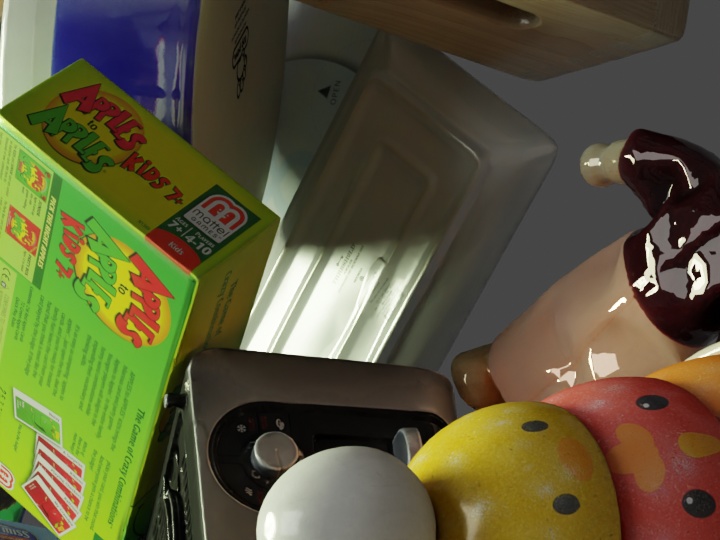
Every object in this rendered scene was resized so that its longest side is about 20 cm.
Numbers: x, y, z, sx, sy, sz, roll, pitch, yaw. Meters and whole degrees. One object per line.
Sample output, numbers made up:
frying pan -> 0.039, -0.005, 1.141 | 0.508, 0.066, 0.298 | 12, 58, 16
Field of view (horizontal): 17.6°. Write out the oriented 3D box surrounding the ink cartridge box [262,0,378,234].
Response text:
ink cartridge box -> -0.068, -0.087, 1.122 | 0.200, 0.047, 0.160 | 9, 83, 32

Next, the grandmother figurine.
grandmother figurine -> 0.111, 0.004, 0.822 | 0.200, 0.060, 0.121 | -41, 69, 43

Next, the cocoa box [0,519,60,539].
cocoa box -> -0.157, 0.203, 1.062 | 0.131, 0.200, 0.133 | -63, 30, 20

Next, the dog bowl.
dog bowl -> -0.086, -0.096, 0.983 | 0.200, 0.079, 0.201 | 6, -90, -82

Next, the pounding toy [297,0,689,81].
pounding toy -> 0.037, -0.171, 0.891 | 0.142, 0.200, 0.184 | -12, 65, 60

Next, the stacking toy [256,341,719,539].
stacking toy -> 0.058, 0.086, 0.699 | 0.146, 0.200, 0.146 | -13, 74, 54

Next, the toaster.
toaster -> -0.022, 0.156, 0.870 | 0.200, 0.118, 0.181 | 108, 159, -50

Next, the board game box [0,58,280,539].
board game box -> -0.102, 0.025, 0.902 | 0.102, 0.048, 0.200 | 38, 140, 16

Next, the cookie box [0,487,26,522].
cookie box -> -0.222, 0.033, 1.387 | 0.171, 0.075, 0.200 | -103, 27, -44

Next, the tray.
tray -> 0.000, 0.000, 1.014 | 0.107, 0.022, 0.200 | 40, 115, 27
